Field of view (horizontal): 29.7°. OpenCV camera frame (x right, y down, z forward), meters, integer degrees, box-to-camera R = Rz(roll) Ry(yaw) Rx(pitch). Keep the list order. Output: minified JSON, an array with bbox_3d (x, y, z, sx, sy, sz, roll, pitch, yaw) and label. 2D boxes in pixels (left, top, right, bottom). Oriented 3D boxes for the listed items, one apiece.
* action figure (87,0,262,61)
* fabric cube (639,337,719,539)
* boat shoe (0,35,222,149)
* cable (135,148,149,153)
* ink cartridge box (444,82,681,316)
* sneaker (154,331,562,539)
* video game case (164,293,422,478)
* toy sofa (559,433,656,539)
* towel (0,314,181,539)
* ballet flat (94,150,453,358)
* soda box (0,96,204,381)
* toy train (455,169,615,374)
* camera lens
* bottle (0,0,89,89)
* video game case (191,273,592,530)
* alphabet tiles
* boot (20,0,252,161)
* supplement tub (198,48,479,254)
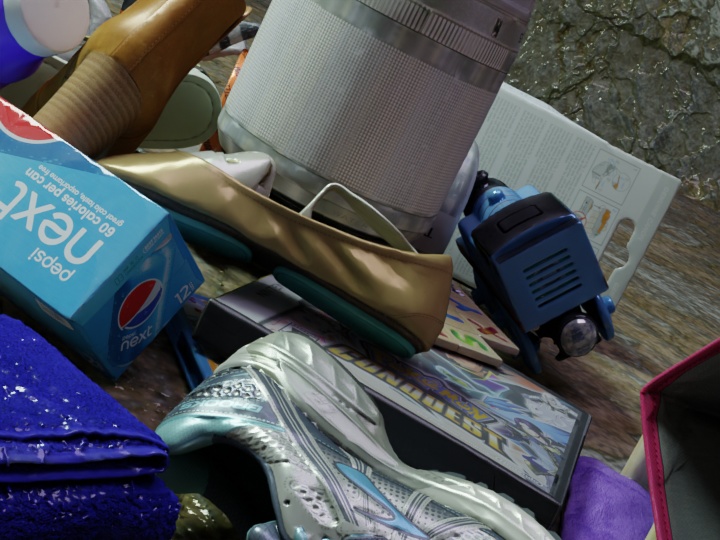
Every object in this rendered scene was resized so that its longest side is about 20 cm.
[{"bbox_3d":[-0.177,-0.175,0.989,0.105,0.192,0.201,54,-12,21],"label":"action figure"},{"bbox_3d":[0.250,0.116,0.504,0.197,0.196,0.203,19,53,-28],"label":"fabric cube"},{"bbox_3d":[-0.194,-0.121,0.912,0.198,0.073,0.061,6,24,-13],"label":"boat shoe"},{"bbox_3d":[-0.128,-0.072,0.937,0.199,0.051,0.097,35,28,28],"label":"cable"},{"bbox_3d":[0.143,-0.053,1.137,0.198,0.162,0.047,27,15,2],"label":"ink cartridge box"},{"bbox_3d":[0.000,0.111,0.515,0.199,0.078,0.086,35,39,24],"label":"sneaker"},{"bbox_3d":[-0.020,0.074,0.686,0.142,0.018,0.200,19,16,-25],"label":"video game case"},{"bbox_3d":[0.157,0.120,0.696,0.097,0.084,0.200,29,14,7],"label":"toy sofa"},{"bbox_3d":[-0.167,0.046,0.456,0.147,0.050,0.199,38,18,36],"label":"towel"},{"bbox_3d":[-0.042,-0.024,0.700,0.198,0.064,0.069,28,-13,-8],"label":"ballet flat"},{"bbox_3d":[-0.173,-0.035,0.656,0.199,0.068,0.064,33,-19,25],"label":"soda box"},{"bbox_3d":[0.124,-0.007,1.009,0.200,0.086,0.115,-116,-178,-68],"label":"toy train"},{"bbox_3d":[0.009,-0.131,0.883,0.158,0.202,0.160,25,13,-6],"label":"camera lens"},{"bbox_3d":[-0.234,-0.132,0.767,0.198,0.066,0.083,-4,-3,40],"label":"bottle"},{"bbox_3d":[0.027,0.058,0.733,0.198,0.026,0.181,29,13,9],"label":"video game case"},{"bbox_3d":[0.000,0.000,0.827,0.198,0.006,0.167,21,16,-29],"label":"alphabet tiles"},{"bbox_3d":[-0.128,-0.104,0.766,0.071,0.144,0.201,46,-16,-9],"label":"boot"},{"bbox_3d":[-0.019,-0.084,1.039,0.198,0.124,0.123,23,14,-8],"label":"supplement tub"}]
